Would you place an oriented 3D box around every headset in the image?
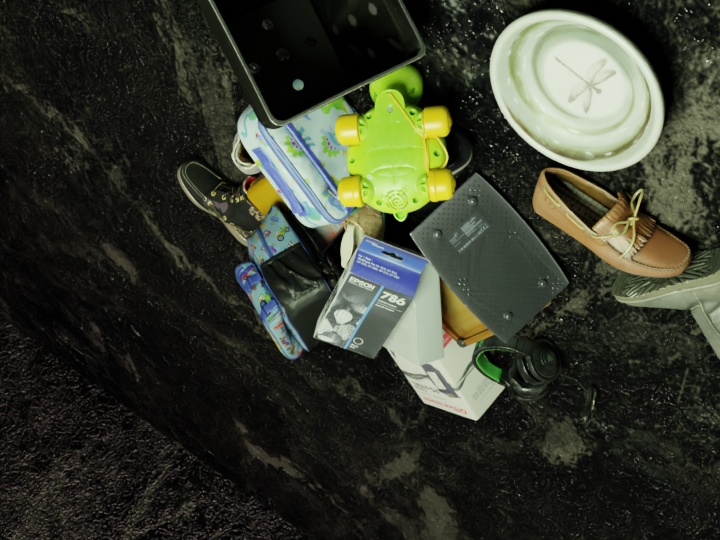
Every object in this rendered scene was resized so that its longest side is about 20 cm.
[{"bbox_3d":[0.266,0.166,1.393,0.199,0.094,0.124,18,149,5],"label":"headset"}]

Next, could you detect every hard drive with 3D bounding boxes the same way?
[{"bbox_3d":[0.171,-0.017,1.221,0.200,0.135,0.042,48,178,-9],"label":"hard drive"}]

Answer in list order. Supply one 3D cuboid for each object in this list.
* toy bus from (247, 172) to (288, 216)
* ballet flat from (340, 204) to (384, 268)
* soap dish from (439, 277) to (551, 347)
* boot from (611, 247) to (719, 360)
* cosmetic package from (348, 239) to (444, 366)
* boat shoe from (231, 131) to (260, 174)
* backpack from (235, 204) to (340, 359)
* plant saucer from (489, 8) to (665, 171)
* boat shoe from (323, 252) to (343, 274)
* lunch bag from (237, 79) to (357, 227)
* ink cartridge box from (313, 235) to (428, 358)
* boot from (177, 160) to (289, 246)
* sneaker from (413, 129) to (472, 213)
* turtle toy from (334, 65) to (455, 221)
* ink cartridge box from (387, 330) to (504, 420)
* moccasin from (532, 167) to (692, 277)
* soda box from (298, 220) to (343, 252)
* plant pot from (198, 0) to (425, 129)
[{"bbox_3d":[-0.115,-0.140,1.431,0.065,0.078,0.200,47,145,-13],"label":"toy bus"},{"bbox_3d":[0.000,0.000,1.312,0.070,0.065,0.201,20,121,50],"label":"ballet flat"},{"bbox_3d":[0.164,0.030,1.338,0.157,0.081,0.200,44,152,-6],"label":"soap dish"},{"bbox_3d":[0.427,0.069,1.108,0.200,0.073,0.181,45,154,-22],"label":"boot"},{"bbox_3d":[0.048,0.039,1.365,0.200,0.051,0.152,25,126,57],"label":"cosmetic package"},{"bbox_3d":[-0.175,-0.194,1.442,0.071,0.070,0.200,44,154,-6],"label":"boat shoe"},{"bbox_3d":[-0.115,0.008,1.398,0.200,0.134,0.183,56,174,27],"label":"backpack"},{"bbox_3d":[0.235,-0.198,0.966,0.199,0.050,0.201,29,149,19],"label":"plant saucer"},{"bbox_3d":[-0.076,-0.006,1.600,0.200,0.072,0.069,46,152,9],"label":"boat shoe"},{"bbox_3d":[-0.065,-0.169,1.251,0.082,0.161,0.200,-7,126,50],"label":"lunch bag"},{"bbox_3d":[0.012,0.042,1.268,0.099,0.039,0.200,20,135,-8],"label":"ink cartridge box"},{"bbox_3d":[-0.218,-0.132,1.578,0.200,0.073,0.150,47,151,-12],"label":"boot"},{"bbox_3d":[0.101,-0.130,1.232,0.082,0.072,0.200,14,158,-28],"label":"sneaker"},{"bbox_3d":[0.047,-0.162,1.125,0.145,0.202,0.101,-2,-178,12],"label":"turtle toy"},{"bbox_3d":[0.130,0.144,1.524,0.144,0.084,0.200,10,140,54],"label":"ink cartridge box"},{"bbox_3d":[0.298,-0.061,1.071,0.201,0.074,0.078,40,161,22],"label":"moccasin"},{"bbox_3d":[-0.059,-0.079,1.467,0.064,0.068,0.200,43,151,-1],"label":"soda box"},{"bbox_3d":[-0.076,-0.276,1.059,0.200,0.199,0.177,62,163,-3],"label":"plant pot"}]
